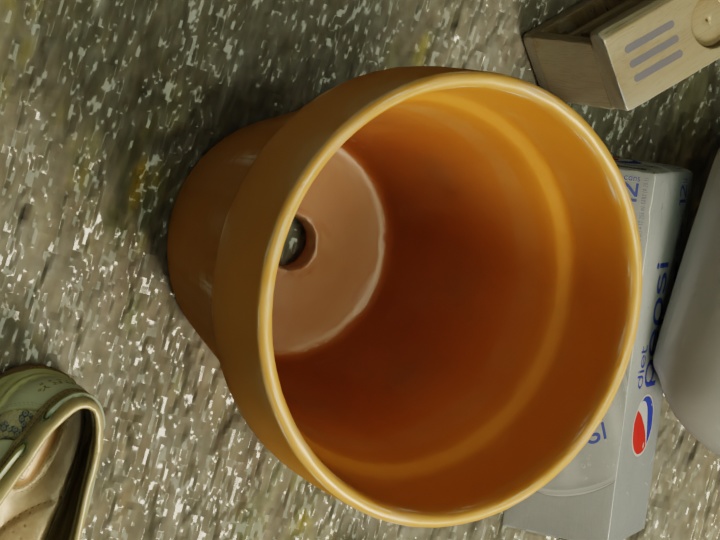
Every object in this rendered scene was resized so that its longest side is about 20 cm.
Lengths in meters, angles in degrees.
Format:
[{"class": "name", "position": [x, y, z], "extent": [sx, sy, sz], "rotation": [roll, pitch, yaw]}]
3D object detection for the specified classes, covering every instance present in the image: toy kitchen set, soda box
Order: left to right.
[{"class": "soda box", "position": [0.126, 0.041, 1.148], "extent": [0.068, 0.063, 0.202], "rotation": [-8, 106, -64]}, {"class": "toy kitchen set", "position": [0.175, -0.208, 1.086], "extent": [0.180, 0.163, 0.201], "rotation": [-30, 112, -21]}]

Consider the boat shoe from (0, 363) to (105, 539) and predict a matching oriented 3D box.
[{"class": "boat shoe", "position": [-0.173, 0.145, 1.011], "extent": [0.073, 0.063, 0.202], "rotation": [15, 92, -31]}]

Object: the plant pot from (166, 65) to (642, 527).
[{"class": "plant pot", "position": [0.000, 0.000, 1.013], "extent": [0.199, 0.183, 0.202], "rotation": [-6, 102, -29]}]

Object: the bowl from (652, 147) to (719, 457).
[{"class": "bowl", "position": [0.225, 0.011, 1.170], "extent": [0.200, 0.074, 0.201], "rotation": [22, 84, -66]}]
